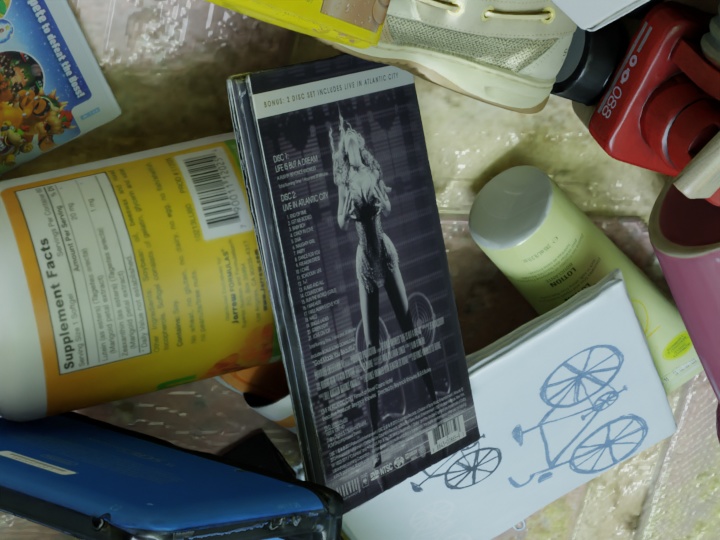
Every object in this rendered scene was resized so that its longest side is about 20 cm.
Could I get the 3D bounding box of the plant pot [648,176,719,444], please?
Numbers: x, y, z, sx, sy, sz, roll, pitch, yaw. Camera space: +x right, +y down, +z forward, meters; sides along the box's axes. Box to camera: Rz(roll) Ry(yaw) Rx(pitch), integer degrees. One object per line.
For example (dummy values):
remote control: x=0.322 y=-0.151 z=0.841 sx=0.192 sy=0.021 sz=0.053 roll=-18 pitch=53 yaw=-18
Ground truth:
plant pot: x=0.250 y=0.013 z=1.182 sx=0.200 sy=0.200 sz=0.179 roll=-38 pitch=113 yaw=5

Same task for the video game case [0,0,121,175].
video game case: x=-0.224 y=-0.083 z=1.019 sx=0.199 sy=0.018 sz=0.144 roll=-27 pitch=128 yaw=-4

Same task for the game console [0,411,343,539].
game console: x=-0.102 y=0.139 z=1.024 sx=0.170 sy=0.199 sz=0.119 roll=-3 pitch=99 yaw=-47

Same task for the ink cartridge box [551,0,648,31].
ink cartridge box: x=0.106 y=-0.217 z=0.881 sx=0.145 sy=0.084 sz=0.200 roll=41 pitch=69 yaw=-10

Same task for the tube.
tube: x=0.129 y=0.017 z=1.215 sx=0.200 sy=0.058 sz=0.052 roll=45 pitch=57 yaw=-44

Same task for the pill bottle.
pill bottle: x=-0.130 y=0.007 z=1.058 sx=0.199 sy=0.111 sz=0.112 roll=-13 pitch=126 yaw=-15

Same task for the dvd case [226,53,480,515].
dvd case: x=0.000 y=0.000 z=1.055 sx=0.148 sy=0.016 sz=0.202 roll=-20 pitch=101 yaw=-58

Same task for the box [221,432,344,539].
box: x=-0.023 y=0.223 z=1.204 sx=0.104 sy=0.182 sz=0.200 roll=-33 pitch=129 yaw=0

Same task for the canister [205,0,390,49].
canister: x=-0.025 y=-0.204 z=0.923 sx=0.148 sy=0.086 sz=0.201 roll=13 pitch=95 yaw=-46

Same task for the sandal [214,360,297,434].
sandal: x=0.013 y=0.067 z=1.191 sx=0.206 sy=0.059 sz=0.079 roll=25 pitch=110 yaw=-33

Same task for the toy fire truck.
toy fire truck: x=0.174 y=-0.109 z=1.050 sx=0.128 sy=0.200 sz=0.177 roll=14 pitch=116 yaw=-30

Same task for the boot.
boot: x=0.037 y=-0.170 z=1.034 sx=0.199 sy=0.073 sz=0.156 roll=18 pitch=112 yaw=-28

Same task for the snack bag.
snack bag: x=0.072 y=0.093 z=1.211 sx=0.199 sy=0.021 sz=0.189 roll=-31 pitch=148 yaw=1
